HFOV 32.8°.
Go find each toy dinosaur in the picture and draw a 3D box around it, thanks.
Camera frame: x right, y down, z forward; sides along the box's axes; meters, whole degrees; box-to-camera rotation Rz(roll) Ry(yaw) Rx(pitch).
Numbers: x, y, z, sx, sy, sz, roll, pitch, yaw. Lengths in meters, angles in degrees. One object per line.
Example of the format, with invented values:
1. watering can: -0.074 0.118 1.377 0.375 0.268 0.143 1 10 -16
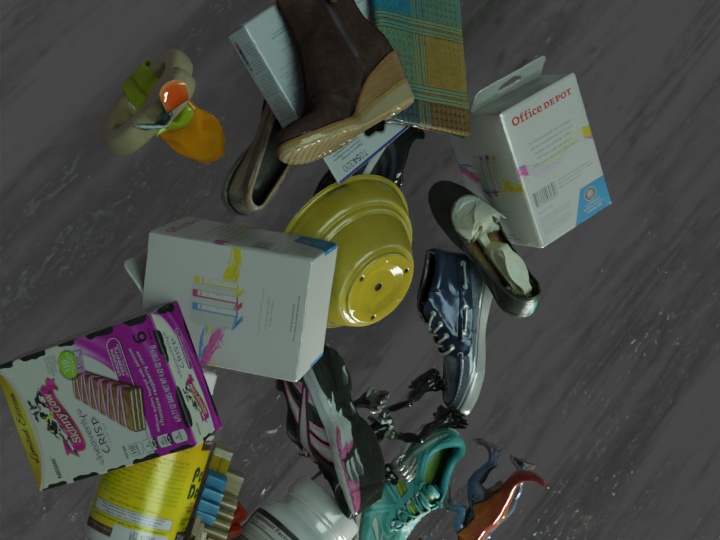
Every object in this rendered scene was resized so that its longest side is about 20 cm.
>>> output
1. toy dinosaur: 0.136 0.304 1.522 0.104 0.200 0.184 25 91 -4

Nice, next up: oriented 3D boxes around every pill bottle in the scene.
1. pill bottle: -0.218 0.198 1.308 0.108 0.109 0.203 18 87 -32
2. pill bottle: -0.101 0.340 1.395 0.200 0.116 0.117 -46 117 -19

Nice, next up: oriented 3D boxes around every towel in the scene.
1. towel: 0.069 -0.261 1.425 0.145 0.022 0.204 6 75 -42

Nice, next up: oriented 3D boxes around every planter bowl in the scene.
1. planter bowl: 0.000 0.000 1.388 0.198 0.083 0.203 -25 136 -27

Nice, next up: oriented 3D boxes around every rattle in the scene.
1. rattle: -0.178 -0.140 1.238 0.130 0.199 0.144 -42 115 -20

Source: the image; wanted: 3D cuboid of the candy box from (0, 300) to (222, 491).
1. candy box: -0.252 0.127 1.219 0.061 0.197 0.138 -28 99 -66

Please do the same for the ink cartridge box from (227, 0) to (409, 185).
1. ink cartridge box: -0.028 -0.224 1.373 0.196 0.043 0.202 -41 107 -38

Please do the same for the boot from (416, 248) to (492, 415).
1. boot: 0.107 0.076 1.526 0.089 0.072 0.204 11 82 -25

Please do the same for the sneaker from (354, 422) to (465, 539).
1. sneaker: 0.060 0.278 1.508 0.077 0.079 0.202 38 77 -29

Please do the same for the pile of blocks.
1. pile of blocks: -0.158 0.283 1.337 0.061 0.082 0.203 22 59 -10

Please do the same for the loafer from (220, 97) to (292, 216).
1. loafer: -0.085 -0.149 1.375 0.071 0.063 0.202 33 79 -29

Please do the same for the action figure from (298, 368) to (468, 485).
1. action figure: 0.027 0.192 1.461 0.198 0.102 0.120 -26 93 -22

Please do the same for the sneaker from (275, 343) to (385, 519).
1. sneaker: -0.039 0.190 1.405 0.080 0.086 0.203 8 58 -50

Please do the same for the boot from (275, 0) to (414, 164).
1. boot: -0.049 -0.215 1.302 0.199 0.072 0.168 -31 86 -35

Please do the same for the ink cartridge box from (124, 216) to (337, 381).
1. ink cartridge box: -0.139 0.024 1.279 0.196 0.129 0.128 10 100 9

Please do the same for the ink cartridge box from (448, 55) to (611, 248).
1. ink cartridge box: 0.203 -0.151 1.517 0.127 0.125 0.203 -29 110 -26

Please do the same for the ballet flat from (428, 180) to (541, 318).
1. ballet flat: 0.159 -0.035 1.490 0.068 0.068 0.201 -35 85 -21

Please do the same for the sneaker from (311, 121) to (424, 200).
1. sneaker: 0.018 -0.113 1.439 0.083 0.071 0.202 40 75 -30
